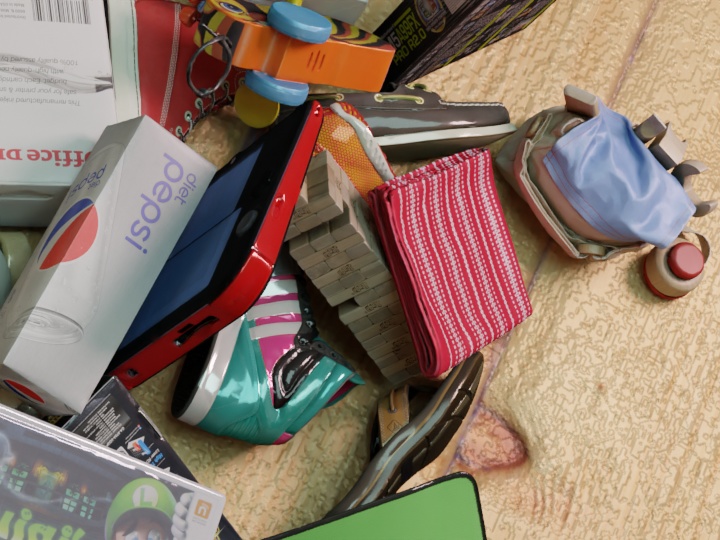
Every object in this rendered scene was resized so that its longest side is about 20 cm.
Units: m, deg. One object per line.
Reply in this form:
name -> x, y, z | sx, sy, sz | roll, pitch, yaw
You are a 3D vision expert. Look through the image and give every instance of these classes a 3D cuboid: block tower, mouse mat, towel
block tower -> 0.000, 0.000, 1.549 | 0.200, 0.054, 0.058 | 51, 22, -36
mouse mat -> 0.012, 0.244, 1.526 | 0.200, 0.008, 0.161 | -16, 103, -28
towel -> 0.072, -0.010, 1.588 | 0.200, 0.022, 0.145 | -26, 101, -62

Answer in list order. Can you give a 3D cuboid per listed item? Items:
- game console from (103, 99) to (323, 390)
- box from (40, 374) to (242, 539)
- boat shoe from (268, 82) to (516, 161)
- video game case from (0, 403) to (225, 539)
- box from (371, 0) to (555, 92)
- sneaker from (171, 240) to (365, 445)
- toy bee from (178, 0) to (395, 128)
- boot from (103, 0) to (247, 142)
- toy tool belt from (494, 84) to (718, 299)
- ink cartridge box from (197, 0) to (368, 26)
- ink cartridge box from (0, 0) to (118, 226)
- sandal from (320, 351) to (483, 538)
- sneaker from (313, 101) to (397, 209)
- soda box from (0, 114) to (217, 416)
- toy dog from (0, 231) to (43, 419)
game console -> -0.107, -0.015, 1.473 | 0.031, 0.200, 0.177 | 33, 51, -22
box -> -0.194, 0.193, 1.440 | 0.200, 0.046, 0.159 | -47, 113, -28
boat shoe -> 0.026, -0.116, 1.650 | 0.201, 0.072, 0.061 | -8, 80, -23
video game case -> -0.197, 0.201, 1.395 | 0.200, 0.023, 0.182 | 26, 73, -31
box -> 0.102, -0.215, 1.644 | 0.160, 0.200, 0.044 | -28, 85, -27
sneaker -> -0.049, 0.046, 1.558 | 0.121, 0.084, 0.200 | 29, 60, -15
toy bee -> -0.072, -0.176, 1.540 | 0.109, 0.200, 0.131 | 38, 95, 35
boot -> -0.125, -0.112, 1.587 | 0.144, 0.072, 0.200 | 7, 67, -23
toy tool belt -> 0.213, -0.062, 1.684 | 0.200, 0.123, 0.125 | 40, 62, -7
ink cartridge box -> -0.057, -0.277, 1.646 | 0.115, 0.068, 0.200 | 15, 53, -20
ink cartridge box -> -0.257, -0.136, 1.521 | 0.145, 0.084, 0.200 | 0, 68, -25
sandal -> 0.024, 0.125, 1.578 | 0.055, 0.082, 0.200 | 36, 68, 16
sneaker -> 0.006, -0.038, 1.601 | 0.077, 0.073, 0.200 | -35, 118, 0
soda box -> -0.179, -0.003, 1.433 | 0.068, 0.063, 0.200 | 37, 69, -24
toy dog -> -0.261, 0.047, 1.458 | 0.132, 0.096, 0.200 | -21, 82, -27
